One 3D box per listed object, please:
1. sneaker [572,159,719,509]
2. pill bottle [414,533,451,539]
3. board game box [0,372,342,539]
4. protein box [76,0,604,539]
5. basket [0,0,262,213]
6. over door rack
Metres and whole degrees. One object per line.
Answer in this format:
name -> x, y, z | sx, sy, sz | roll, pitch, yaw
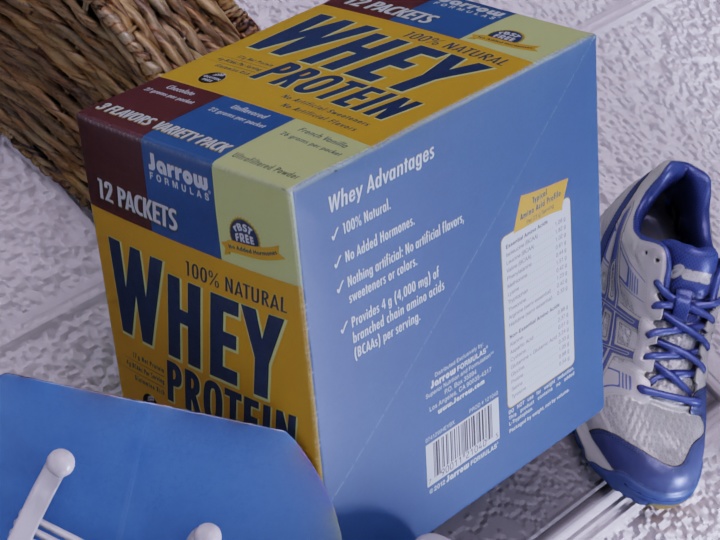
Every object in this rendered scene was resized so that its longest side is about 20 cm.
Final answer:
sneaker -> 0.157, 0.027, 1.029 | 0.075, 0.088, 0.201 | 12, 52, -16
pill bottle -> 0.089, 0.205, 0.820 | 0.199, 0.112, 0.112 | 28, 48, 5
board game box -> -0.105, 0.125, 0.817 | 0.199, 0.159, 0.039 | 12, 12, -6
protein box -> 0.000, 0.000, 0.881 | 0.135, 0.201, 0.198 | 21, 38, 40
basket -> -0.127, -0.145, 1.003 | 0.200, 0.143, 0.149 | 41, 50, 10
over door rack -> -0.089, 0.175, 0.717 | 0.147, 0.067, 0.200 | 29, 51, -8
